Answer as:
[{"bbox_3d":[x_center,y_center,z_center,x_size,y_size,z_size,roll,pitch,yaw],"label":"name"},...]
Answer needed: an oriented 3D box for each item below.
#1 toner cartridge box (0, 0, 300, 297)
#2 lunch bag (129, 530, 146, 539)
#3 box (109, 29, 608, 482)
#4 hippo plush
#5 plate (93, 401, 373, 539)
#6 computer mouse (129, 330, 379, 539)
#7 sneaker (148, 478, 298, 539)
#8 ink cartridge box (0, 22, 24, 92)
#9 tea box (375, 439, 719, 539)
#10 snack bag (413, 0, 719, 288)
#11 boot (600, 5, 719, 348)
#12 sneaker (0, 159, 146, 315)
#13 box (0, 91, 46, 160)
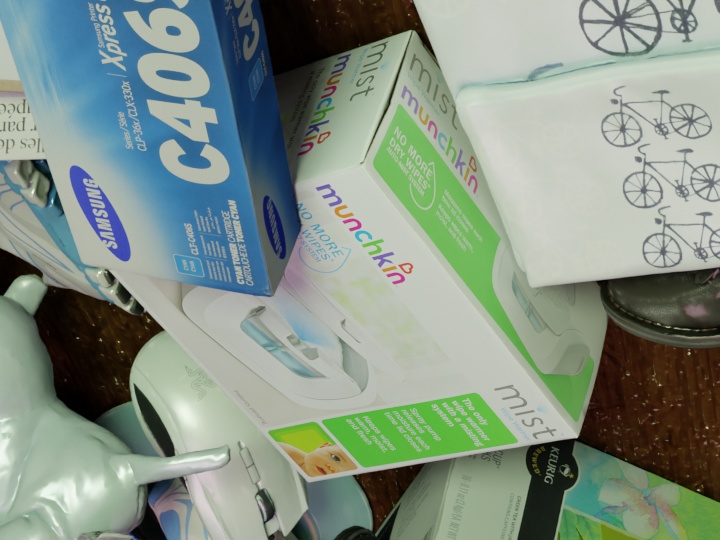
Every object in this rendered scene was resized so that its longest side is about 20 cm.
[{"bbox_3d":[-0.085,-0.073,0.727,0.094,0.043,0.201,10,143,15],"label":"toner cartridge box"},{"bbox_3d":[-0.199,0.207,1.131,0.200,0.136,0.132,38,171,-9],"label":"lunch bag"},{"bbox_3d":[0.000,0.000,0.894,0.175,0.097,0.200,-12,131,35],"label":"box"},{"bbox_3d":[-0.206,0.102,0.980,0.161,0.159,0.200,54,149,0],"label":"hippo plush"},{"bbox_3d":[-0.090,0.153,1.165,0.198,0.026,0.201,11,141,8],"label":"plate"},{"bbox_3d":[-0.066,0.124,1.030,0.201,0.109,0.044,60,157,-9],"label":"computer mouse"},{"bbox_3d":[-0.074,0.188,1.135,0.072,0.072,0.201,20,149,33],"label":"sneaker"},{"bbox_3d":[-0.160,-0.154,0.735,0.198,0.076,0.165,1,143,-14],"label":"ink cartridge box"},{"bbox_3d":[0.105,0.210,1.068,0.195,0.134,0.200,22,141,-5],"label":"tea box"},{"bbox_3d":[0.114,-0.085,0.750,0.187,0.021,0.201,-5,120,36],"label":"snack bag"},{"bbox_3d":[0.177,-0.057,0.791,0.199,0.070,0.175,-11,127,26],"label":"boot"},{"bbox_3d":[-0.176,-0.050,0.925,0.086,0.075,0.201,3,139,27],"label":"sneaker"},{"bbox_3d":[-0.202,-0.071,0.803,0.198,0.041,0.039,-4,114,-27],"label":"box"}]
